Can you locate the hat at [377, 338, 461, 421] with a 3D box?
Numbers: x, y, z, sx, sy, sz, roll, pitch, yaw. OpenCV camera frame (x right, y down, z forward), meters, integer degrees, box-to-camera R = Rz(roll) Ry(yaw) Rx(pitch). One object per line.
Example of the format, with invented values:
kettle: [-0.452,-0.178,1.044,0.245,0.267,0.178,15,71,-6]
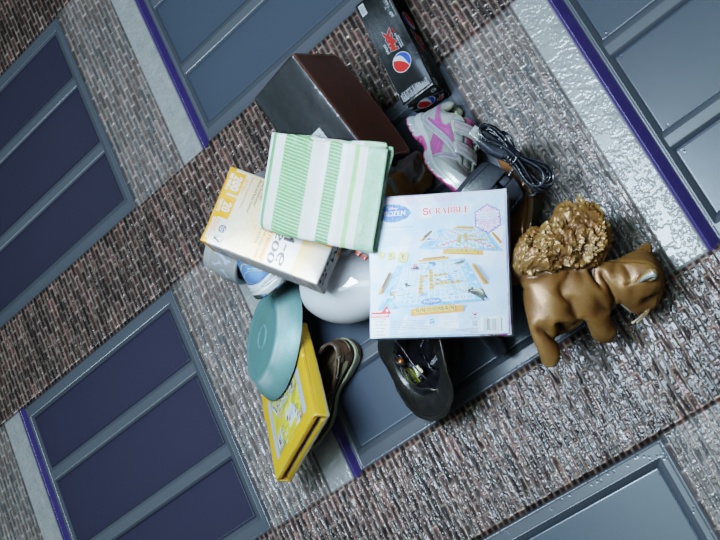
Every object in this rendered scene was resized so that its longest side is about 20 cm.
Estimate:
hat: [0.107,0.126,1.528,0.200,0.080,0.202,42,143,42]

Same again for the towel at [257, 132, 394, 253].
towel: [-0.053,-0.116,1.439,0.198,0.023,0.154,11,91,28]

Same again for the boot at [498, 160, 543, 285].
boot: [0.208,-0.072,1.509,0.154,0.077,0.202,-28,83,24]

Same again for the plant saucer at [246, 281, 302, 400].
plant saucer: [-0.149,0.113,1.666,0.200,0.036,0.202,-168,90,-67]

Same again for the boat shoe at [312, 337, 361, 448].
boat shoe: [-0.073,0.201,1.651,0.074,0.075,0.204,27,100,30]

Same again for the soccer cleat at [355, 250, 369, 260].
soccer cleat: [0.079,-0.019,1.462,0.199,0.069,0.078,25,89,18]

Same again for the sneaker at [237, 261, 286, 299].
sneaker: [-0.106,-0.042,1.587,0.199,0.076,0.077,-39,97,-2]

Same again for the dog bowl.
dog bowl: [-0.177,-0.065,1.677,0.058,0.200,0.201,33,103,14]

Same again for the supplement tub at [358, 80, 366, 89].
supplement tub: [-0.054,-0.200,1.637,0.143,0.144,0.203,-8,81,31]

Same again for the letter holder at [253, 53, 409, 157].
letter holder: [-0.038,-0.221,1.525,0.100,0.142,0.201,-42,80,30]

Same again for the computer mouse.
computer mouse: [0.169,-0.097,1.442,0.138,0.053,0.201,37,116,3]

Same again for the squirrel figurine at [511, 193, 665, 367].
squirrel figurine: [0.313,0.003,1.376,0.185,0.142,0.202,-18,106,21]

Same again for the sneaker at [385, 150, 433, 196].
sneaker: [0.048,-0.114,1.549,0.087,0.200,0.076,-23,102,28]

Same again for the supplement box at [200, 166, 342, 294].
supplement box: [-0.125,-0.061,1.528,0.198,0.074,0.127,20,81,12]

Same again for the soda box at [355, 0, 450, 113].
soda box: [0.068,-0.354,1.618,0.063,0.071,0.202,-31,70,24]

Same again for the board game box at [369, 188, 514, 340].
board game box: [0.110,-0.006,1.397,0.198,0.041,0.202,-2,83,14]

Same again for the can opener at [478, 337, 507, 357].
can opener: [0.152,0.050,1.514,0.079,0.063,0.200,-42,91,14]

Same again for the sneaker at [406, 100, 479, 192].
sneaker: [0.142,-0.190,1.536,0.088,0.081,0.201,-37,52,17]

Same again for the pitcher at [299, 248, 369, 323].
pitcher: [0.000,0.000,1.582,0.198,0.121,0.173,-4,119,28]

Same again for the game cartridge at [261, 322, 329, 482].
game cartridge: [-0.112,0.207,1.624,0.177,0.032,0.201,-61,33,36]
